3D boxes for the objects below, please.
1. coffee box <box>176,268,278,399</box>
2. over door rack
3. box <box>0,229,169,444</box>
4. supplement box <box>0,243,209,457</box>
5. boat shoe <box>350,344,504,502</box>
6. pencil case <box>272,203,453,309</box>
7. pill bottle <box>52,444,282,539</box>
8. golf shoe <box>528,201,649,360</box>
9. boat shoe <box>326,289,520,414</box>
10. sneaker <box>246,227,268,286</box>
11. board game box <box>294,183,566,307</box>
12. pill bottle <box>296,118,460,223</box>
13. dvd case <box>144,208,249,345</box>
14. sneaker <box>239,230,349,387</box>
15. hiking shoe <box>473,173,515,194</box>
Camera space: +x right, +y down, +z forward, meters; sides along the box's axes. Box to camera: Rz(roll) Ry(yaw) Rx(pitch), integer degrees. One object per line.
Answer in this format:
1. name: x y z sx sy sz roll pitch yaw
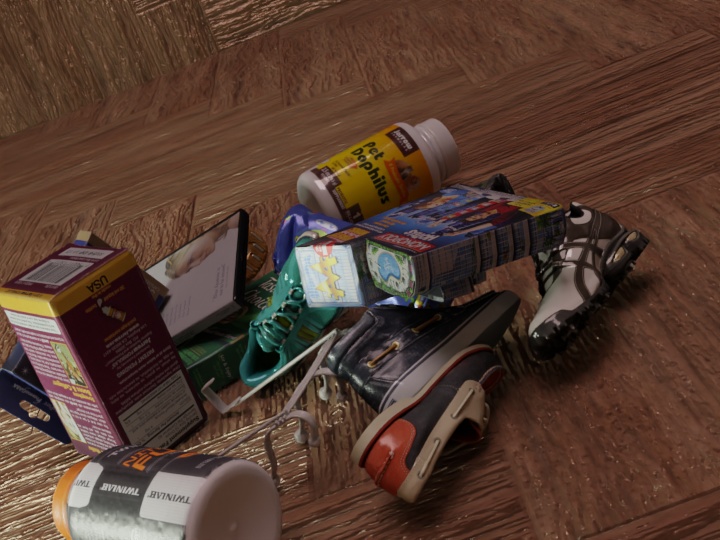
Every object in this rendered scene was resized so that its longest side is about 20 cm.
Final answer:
1. coffee box: -0.124 0.061 1.274 0.198 0.045 0.123 -31 24 -19
2. over door rack: -0.089 0.139 1.053 0.198 0.067 0.148 -23 17 30
3. box: -0.297 0.075 1.210 0.032 0.121 0.202 10 67 47
4. supplement box: -0.257 0.085 1.135 0.130 0.203 0.103 5 34 48
5. boat shoe: 0.070 0.123 0.933 0.062 0.072 0.199 34 34 20
6. pencil case: 0.000 0.000 1.158 0.197 0.079 0.087 21 59 21
7. pill bottle: -0.166 0.199 0.925 0.198 0.108 0.106 -2 29 40
8. golf shoe: 0.182 0.006 1.029 0.200 0.094 0.078 -40 -13 -49
9. boat shoe: 0.061 0.054 1.020 0.091 0.071 0.199 38 46 20
10. sneaker: -0.188 0.037 1.377 0.200 0.076 0.088 -45 2 -27
11. board game box: 0.053 -0.014 1.017 0.197 0.063 0.200 -19 16 -18
12. pill bottle: 0.026 -0.114 1.440 0.198 0.111 0.109 -30 24 -17
13. dvd case: -0.205 0.027 1.277 0.198 0.018 0.144 -30 40 25
14. sneaker: -0.066 0.046 1.116 0.077 0.201 0.079 38 44 14
15. hiking shoe: 0.096 -0.033 1.268 0.100 0.077 0.199 -19 13 47
